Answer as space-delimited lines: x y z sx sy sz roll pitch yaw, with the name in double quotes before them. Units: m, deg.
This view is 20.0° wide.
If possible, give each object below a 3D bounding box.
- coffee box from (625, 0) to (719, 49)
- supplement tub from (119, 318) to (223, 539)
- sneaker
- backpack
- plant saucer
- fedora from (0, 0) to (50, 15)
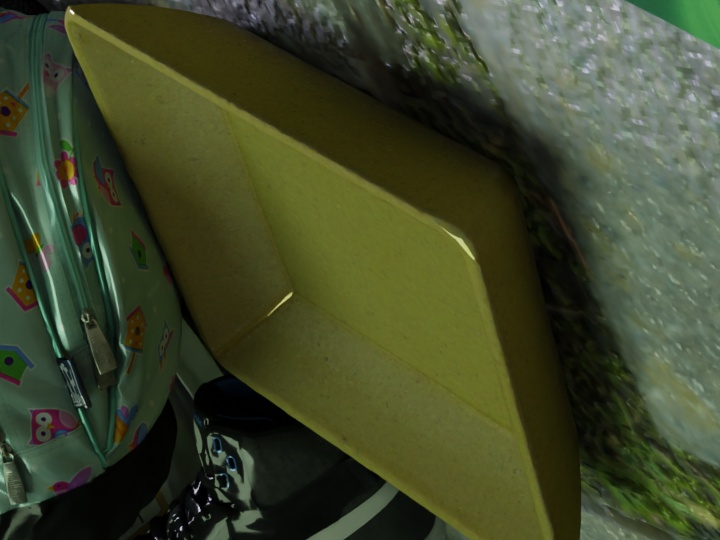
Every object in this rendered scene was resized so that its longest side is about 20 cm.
"coffee box" 0.066 -0.104 0.413 0.199 0.044 0.123 34 156 30
"supplement tub" -0.164 0.101 0.984 0.145 0.199 0.145 46 162 19
"sneaker" -0.072 0.105 0.894 0.073 0.198 0.113 -99 -14 -62
"backpack" -0.138 -0.001 0.803 0.167 0.125 0.202 -112 8 -70
"plant saucer" 0.000 0.000 0.722 0.199 0.048 0.201 31 153 35
"fedora" -0.199 -0.062 0.893 0.092 0.199 0.202 -105 -11 -55
